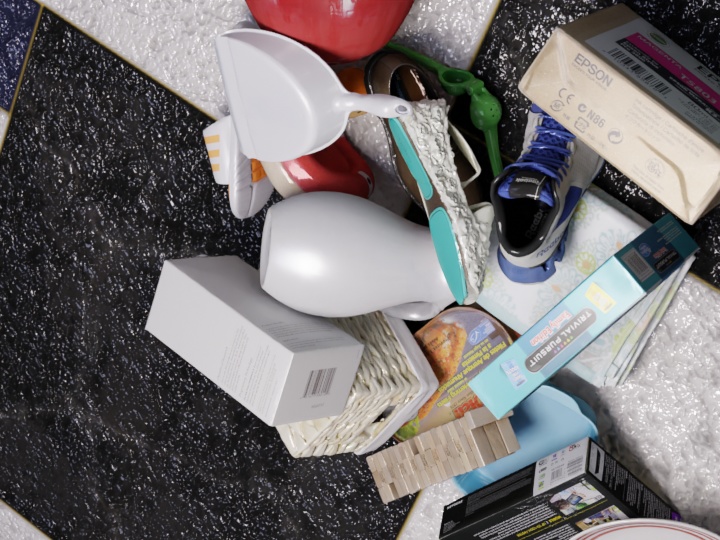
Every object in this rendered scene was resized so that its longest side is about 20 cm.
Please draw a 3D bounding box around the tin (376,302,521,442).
[{"bbox_3d":[0.093,0.110,1.847,0.200,0.042,0.112,-39,81,35],"label":"tin"}]

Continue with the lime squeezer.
[{"bbox_3d":[0.102,-0.169,1.749,0.200,0.038,0.071,51,157,5],"label":"lime squeezer"}]

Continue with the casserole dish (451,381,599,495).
[{"bbox_3d":[0.170,0.179,1.800,0.121,0.039,0.200,27,131,3],"label":"casserole dish"}]

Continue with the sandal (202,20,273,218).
[{"bbox_3d":[-0.132,-0.161,1.867,0.059,0.079,0.208,5,101,31],"label":"sandal"}]

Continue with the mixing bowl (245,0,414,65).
[{"bbox_3d":[-0.030,-0.270,1.704,0.199,0.200,0.109,22,132,23],"label":"mixing bowl"}]

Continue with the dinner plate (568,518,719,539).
[{"bbox_3d":[0.289,0.299,1.753,0.199,0.024,0.201,5,136,5],"label":"dinner plate"}]

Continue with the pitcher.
[{"bbox_3d":[0.000,0.000,1.744,0.199,0.122,0.172,6,149,-10],"label":"pitcher"}]

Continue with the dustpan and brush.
[{"bbox_3d":[-0.040,-0.159,1.661,0.199,0.057,0.140,18,132,40],"label":"dustpan and brush"}]

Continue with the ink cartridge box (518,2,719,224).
[{"bbox_3d":[0.262,-0.145,1.573,0.200,0.165,0.075,39,121,13],"label":"ink cartridge box"}]

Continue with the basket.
[{"bbox_3d":[-0.038,0.083,1.833,0.136,0.123,0.200,-46,64,34],"label":"basket"}]

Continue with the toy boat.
[{"bbox_3d":[-0.039,-0.160,1.781,0.130,0.130,0.201,-25,94,24],"label":"toy boat"}]

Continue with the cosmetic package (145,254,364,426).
[{"bbox_3d":[-0.106,0.065,1.740,0.200,0.107,0.085,33,114,37],"label":"cosmetic package"}]

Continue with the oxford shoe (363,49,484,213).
[{"bbox_3d":[0.066,-0.119,1.724,0.073,0.084,0.201,-33,106,-6],"label":"oxford shoe"}]

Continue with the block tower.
[{"bbox_3d":[0.082,0.187,1.791,0.200,0.054,0.058,-33,77,52],"label":"block tower"}]

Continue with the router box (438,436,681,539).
[{"bbox_3d":[0.201,0.262,1.788,0.200,0.051,0.149,-30,120,35],"label":"router box"}]

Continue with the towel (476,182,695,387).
[{"bbox_3d":[0.210,0.000,1.731,0.200,0.048,0.172,35,119,16],"label":"towel"}]

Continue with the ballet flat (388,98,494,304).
[{"bbox_3d":[0.089,-0.071,1.648,0.072,0.072,0.201,-21,89,35],"label":"ballet flat"}]

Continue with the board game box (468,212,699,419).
[{"bbox_3d":[0.208,0.042,1.628,0.047,0.151,0.200,49,123,7],"label":"board game box"}]

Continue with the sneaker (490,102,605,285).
[{"bbox_3d":[0.175,-0.090,1.633,0.080,0.115,0.200,16,83,14],"label":"sneaker"}]
